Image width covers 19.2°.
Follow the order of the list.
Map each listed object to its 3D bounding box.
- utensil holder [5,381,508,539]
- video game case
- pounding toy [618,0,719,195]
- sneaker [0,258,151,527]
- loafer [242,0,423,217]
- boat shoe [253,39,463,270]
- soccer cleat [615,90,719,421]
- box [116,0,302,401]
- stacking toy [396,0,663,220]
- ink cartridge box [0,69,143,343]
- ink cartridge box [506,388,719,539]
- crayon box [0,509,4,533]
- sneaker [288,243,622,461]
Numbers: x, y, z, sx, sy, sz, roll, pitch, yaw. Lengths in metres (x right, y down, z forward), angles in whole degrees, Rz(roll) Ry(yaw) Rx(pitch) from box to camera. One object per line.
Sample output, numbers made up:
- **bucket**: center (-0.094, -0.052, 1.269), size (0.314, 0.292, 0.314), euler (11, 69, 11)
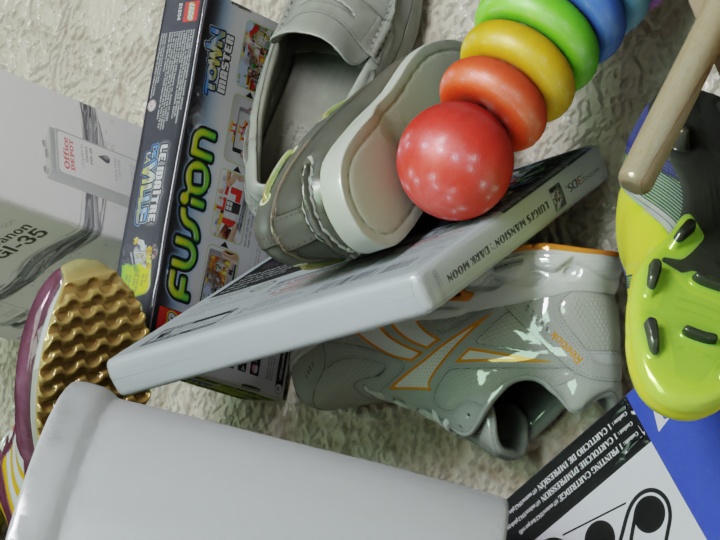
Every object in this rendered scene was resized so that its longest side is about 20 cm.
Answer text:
- **utensil holder**: center (-0.048, 0.153, 0.922), size (0.198, 0.170, 0.171), euler (13, 83, 3)
- **video game case**: center (0.000, 0.000, 1.044), size (0.199, 0.182, 0.024), euler (-17, 101, 38)
- **pounding toy**: center (0.199, -0.139, 0.917), size (0.200, 0.142, 0.185), euler (-35, 54, 28)
- **sneaker**: center (-0.157, 0.085, 1.097), size (0.090, 0.075, 0.202), euler (23, 117, 47)
- **loafer**: center (-0.014, -0.117, 1.138), size (0.069, 0.070, 0.202), euler (10, 73, 17)
- **boat shoe**: center (0.012, -0.058, 1.039), size (0.060, 0.202, 0.072), euler (-20, 103, 30)
- **soccer cleat**: center (0.143, 0.001, 0.939), size (0.201, 0.064, 0.084), euler (-81, 5, -47)
- **box**: center (-0.073, -0.039, 1.156), size (0.035, 0.110, 0.202), euler (-1, 75, 42)
- **stacking toy**: center (0.083, -0.105, 1.000), size (0.085, 0.086, 0.201), euler (6, 53, 43)
- **ink cartridge box**: center (-0.189, -0.029, 1.195), size (0.146, 0.199, 0.083), euler (-24, 61, 35)
- **ink cartridge box**: center (0.142, 0.101, 0.956), size (0.200, 0.044, 0.094), euler (-43, 53, 23)
- **crayon box**: center (-0.250, 0.197, 1.228), size (0.050, 0.127, 0.202), euler (9, 79, 1)
- **sneaker**: center (0.043, 0.053, 1.047), size (0.199, 0.075, 0.093), euler (-20, 70, 39)
